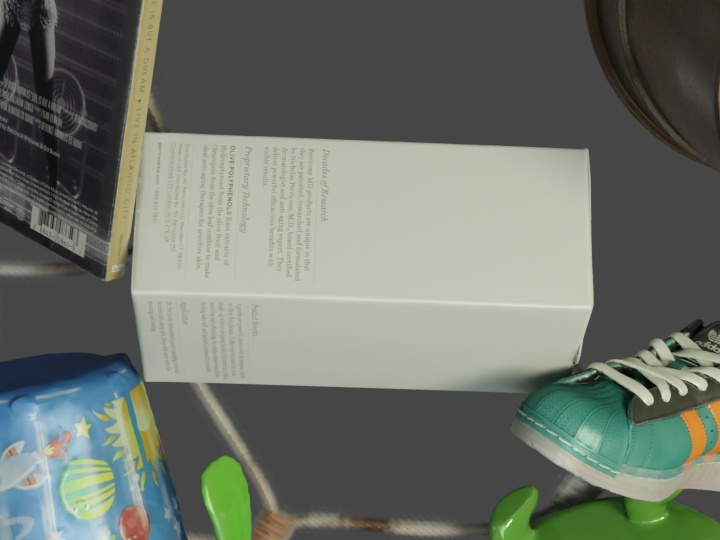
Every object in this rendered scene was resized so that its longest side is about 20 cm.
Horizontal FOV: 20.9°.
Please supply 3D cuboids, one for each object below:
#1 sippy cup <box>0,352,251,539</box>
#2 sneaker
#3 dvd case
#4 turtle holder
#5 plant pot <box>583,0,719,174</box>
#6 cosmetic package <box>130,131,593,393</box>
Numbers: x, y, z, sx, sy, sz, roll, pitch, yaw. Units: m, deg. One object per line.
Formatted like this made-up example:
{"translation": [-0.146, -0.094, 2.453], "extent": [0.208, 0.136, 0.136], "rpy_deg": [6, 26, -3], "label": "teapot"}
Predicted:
{"translation": [-0.145, 0.110, 0.926], "extent": [0.178, 0.140, 0.131], "rpy_deg": [-8, 101, -8], "label": "sippy cup"}
{"translation": [0.147, 0.057, 0.901], "extent": [0.200, 0.071, 0.080], "rpy_deg": [6, 110, -48], "label": "sneaker"}
{"translation": [-0.141, -0.114, 0.844], "extent": [0.149, 0.016, 0.200], "rpy_deg": [27, 116, 36], "label": "dvd case"}
{"translation": [0.112, 0.196, 0.954], "extent": [0.185, 0.141, 0.132], "rpy_deg": [-29, 126, 1], "label": "turtle holder"}
{"translation": [0.202, -0.103, 0.808], "extent": [0.200, 0.198, 0.201], "rpy_deg": [0, 111, 0], "label": "plant pot"}
{"translation": [0.000, 0.000, 0.881], "extent": [0.200, 0.085, 0.108], "rpy_deg": [2, 155, -3], "label": "cosmetic package"}
